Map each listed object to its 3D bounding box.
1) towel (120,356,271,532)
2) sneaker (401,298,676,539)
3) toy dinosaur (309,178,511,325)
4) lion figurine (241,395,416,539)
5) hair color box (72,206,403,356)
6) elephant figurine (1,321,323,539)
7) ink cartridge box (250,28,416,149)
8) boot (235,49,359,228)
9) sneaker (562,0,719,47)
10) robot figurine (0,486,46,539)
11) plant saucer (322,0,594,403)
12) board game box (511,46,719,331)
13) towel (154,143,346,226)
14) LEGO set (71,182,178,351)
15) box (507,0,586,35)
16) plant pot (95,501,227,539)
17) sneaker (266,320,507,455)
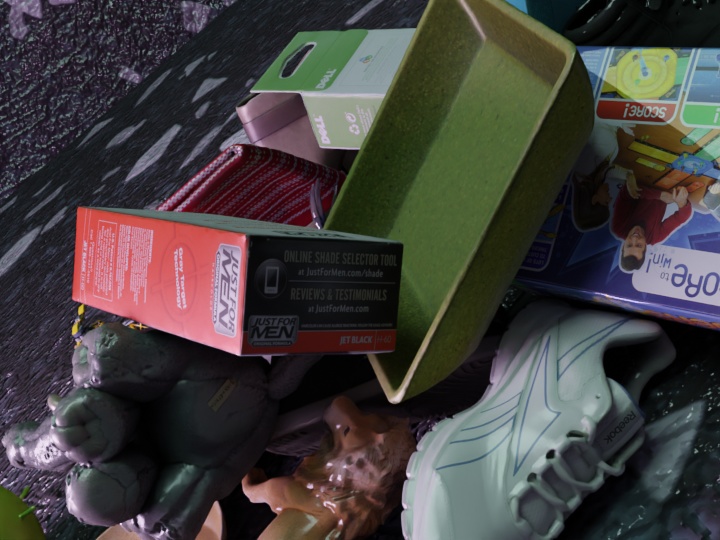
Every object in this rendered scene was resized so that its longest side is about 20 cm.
[{"bbox_3d":[-0.096,0.109,0.832,0.199,0.031,0.149,-33,19,-7],"label":"towel"},{"bbox_3d":[0.088,0.086,0.548,0.086,0.075,0.201,-7,40,46],"label":"sneaker"},{"bbox_3d":[0.000,0.000,0.804,0.182,0.104,0.202,-46,34,30],"label":"toy dinosaur"},{"bbox_3d":[-0.046,0.165,0.629,0.122,0.072,0.201,-10,43,55],"label":"lion figurine"},{"bbox_3d":[-0.076,0.002,0.627,0.199,0.100,0.062,9,96,53],"label":"hair color box"},{"bbox_3d":[-0.134,0.085,0.703,0.200,0.153,0.143,179,110,-74],"label":"elephant figurine"},{"bbox_3d":[0.017,-0.157,0.962,0.197,0.060,0.104,5,45,28],"label":"ink cartridge box"},{"bbox_3d":[-0.065,-0.099,1.042,0.200,0.147,0.070,-46,21,-14],"label":"boot"},{"bbox_3d":[0.231,-0.186,0.783,0.199,0.100,0.071,-33,21,17],"label":"sneaker"},{"bbox_3d":[-0.328,0.249,0.863,0.200,0.116,0.175,-46,17,-13],"label":"robot figurine"},{"bbox_3d":[0.054,-0.051,0.632,0.202,0.047,0.200,-64,24,18],"label":"plant saucer"},{"bbox_3d":[0.167,-0.043,0.561,0.198,0.034,0.137,13,84,45],"label":"board game box"},{"bbox_3d":[-0.093,-0.033,0.814,0.144,0.023,0.200,-39,-12,14],"label":"towel"},{"bbox_3d":[-0.254,-0.004,1.213,0.153,0.116,0.201,-23,27,37],"label":"LEGO set"},{"bbox_3d":[0.138,-0.191,0.872,0.081,0.050,0.199,-6,8,35],"label":"box"},{"bbox_3d":[-0.160,0.232,0.739,0.199,0.028,0.201,-34,24,17],"label":"plant pot"},{"bbox_3d":[0.007,0.040,0.699,0.198,0.074,0.108,-23,61,35],"label":"sneaker"}]
